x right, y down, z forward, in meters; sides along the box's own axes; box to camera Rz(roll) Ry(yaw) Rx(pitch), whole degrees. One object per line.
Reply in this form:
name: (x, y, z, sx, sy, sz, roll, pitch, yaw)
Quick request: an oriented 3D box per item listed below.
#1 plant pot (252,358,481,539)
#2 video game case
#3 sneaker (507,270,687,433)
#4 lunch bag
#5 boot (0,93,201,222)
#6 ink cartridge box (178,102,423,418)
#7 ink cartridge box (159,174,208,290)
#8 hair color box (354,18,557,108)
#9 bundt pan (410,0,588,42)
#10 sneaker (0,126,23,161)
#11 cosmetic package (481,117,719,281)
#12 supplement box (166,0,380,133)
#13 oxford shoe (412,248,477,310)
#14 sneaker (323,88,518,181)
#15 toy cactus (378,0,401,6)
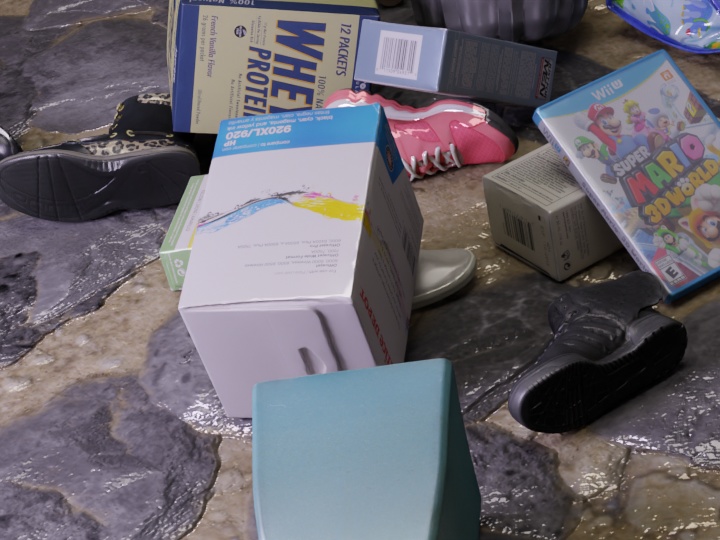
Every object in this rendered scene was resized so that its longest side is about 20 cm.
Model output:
plant pot: (0.002, 0.184, 1.359, 0.140, 0.142, 0.201, -7, 37, 8)
video game case: (0.256, -0.082, 1.721, 0.142, 0.018, 0.201, -26, 69, -22)
sneaker: (0.173, 0.059, 1.588, 0.199, 0.061, 0.104, -22, 32, -27)
lunch bag: (0.372, -0.297, 2.068, 0.169, 0.128, 0.200, -25, 45, -25)
boot: (-0.254, -0.116, 2.034, 0.201, 0.074, 0.154, -4, 28, 2)
ink cartridge box: (-0.043, -0.005, 1.631, 0.143, 0.148, 0.201, -4, 49, 16)
ink cartridge box: (-0.071, -0.045, 1.869, 0.198, 0.048, 0.146, -7, 29, 13)
hair color box: (0.093, -0.196, 1.957, 0.098, 0.061, 0.199, 12, 6, 35)
bundt pan: (0.147, -0.279, 2.128, 0.200, 0.077, 0.202, -6, 16, 2)
sneaker: (-0.428, -0.105, 2.101, 0.199, 0.076, 0.088, 7, 49, 37)
cosmetic package: (0.216, -0.076, 1.786, 0.199, 0.072, 0.105, -26, 33, -22)
supplement box: (-0.093, -0.236, 2.066, 0.198, 0.135, 0.200, 2, 28, -9)
oxford shoe: (0.000, 0.000, 1.754, 0.198, 0.058, 0.075, -5, 28, 9)
sneaker: (0.051, -0.111, 1.934, 0.198, 0.074, 0.087, 7, 62, 21)
toy cactus: (0.036, -0.369, 2.353, 0.198, 0.103, 0.166, -1, 40, 2)
